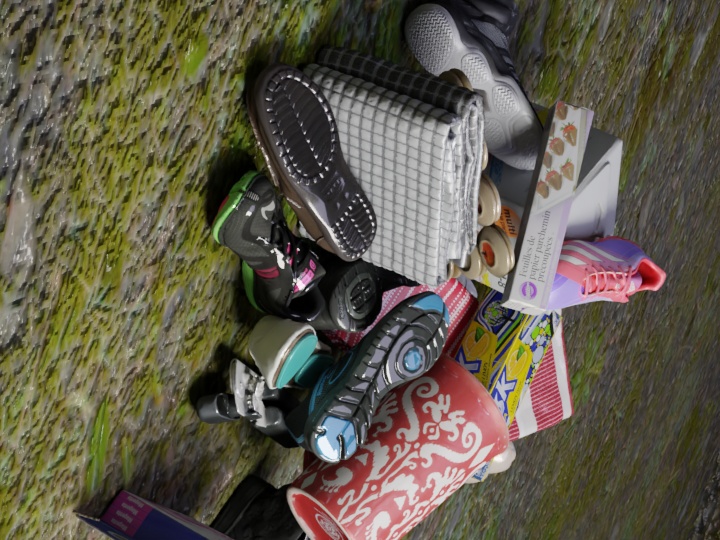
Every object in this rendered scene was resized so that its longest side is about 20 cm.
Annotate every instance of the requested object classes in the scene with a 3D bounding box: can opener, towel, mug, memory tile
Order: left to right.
[{"bbox_3d":[-0.101,0.133,1.493,0.200,0.066,0.053,42,39,-66],"label":"can opener"},{"bbox_3d":[0.021,0.188,1.523,0.200,0.177,0.134,-41,120,-24],"label":"mug"},{"bbox_3d":[0.029,-0.097,1.404,0.086,0.164,0.201,-50,151,-39],"label":"towel"},{"bbox_3d":[0.048,0.050,1.620,0.200,0.022,0.145,43,74,-33],"label":"towel"},{"bbox_3d":[0.084,-0.088,1.474,0.017,0.153,0.202,-19,97,-24],"label":"memory tile"},{"bbox_3d":[0.172,0.122,1.756,0.199,0.023,0.146,-13,98,-41],"label":"towel"}]

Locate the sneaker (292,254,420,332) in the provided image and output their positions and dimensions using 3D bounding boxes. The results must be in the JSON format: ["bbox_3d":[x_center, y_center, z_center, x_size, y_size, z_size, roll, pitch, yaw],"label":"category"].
[{"bbox_3d":[0.000,0.000,1.524,0.200,0.090,0.077,-33,110,-49],"label":"sneaker"}]

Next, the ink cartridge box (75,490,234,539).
[{"bbox_3d":[-0.129,0.261,1.376,0.044,0.195,0.200,-62,155,-8],"label":"ink cartridge box"}]

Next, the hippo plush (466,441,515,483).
[{"bbox_3d":[0.121,0.139,1.790,0.199,0.158,0.162,-27,136,-51],"label":"hippo plush"}]

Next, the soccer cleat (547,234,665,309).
[{"bbox_3d":[0.239,0.006,1.537,0.199,0.076,0.067,-15,127,-56],"label":"soccer cleat"}]

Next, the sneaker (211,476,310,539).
[{"bbox_3d":[-0.102,0.286,1.555,0.201,0.104,0.060,-56,154,-18],"label":"sneaker"}]

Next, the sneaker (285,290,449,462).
[{"bbox_3d":[0.004,0.092,1.477,0.200,0.082,0.073,-45,118,-18],"label":"sneaker"}]

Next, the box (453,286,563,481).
[{"bbox_3d":[0.136,0.118,1.646,0.070,0.064,0.202,32,83,-51],"label":"box"}]

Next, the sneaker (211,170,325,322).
[{"bbox_3d":[-0.072,-0.019,1.367,0.077,0.083,0.200,-57,153,-18],"label":"sneaker"}]

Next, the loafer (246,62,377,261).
[{"bbox_3d":[-0.056,-0.091,1.346,0.073,0.071,0.201,-45,128,-30],"label":"loafer"}]

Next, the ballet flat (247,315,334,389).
[{"bbox_3d":[-0.073,0.074,1.443,0.070,0.069,0.200,-63,169,-4],"label":"ballet flat"}]

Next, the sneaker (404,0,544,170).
[{"bbox_3d":[0.136,-0.202,1.522,0.075,0.200,0.114,-28,-162,47],"label":"sneaker"}]

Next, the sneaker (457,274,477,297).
[{"bbox_3d":[0.056,0.052,1.706,0.200,0.075,0.082,-53,141,-35],"label":"sneaker"}]

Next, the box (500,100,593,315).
[{"bbox_3d":[0.177,-0.060,1.454,0.041,0.038,0.202,120,-15,-78],"label":"box"}]

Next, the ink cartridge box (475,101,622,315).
[{"bbox_3d":[0.155,-0.081,1.613,0.145,0.199,0.146,-47,149,-32],"label":"ink cartridge box"}]
